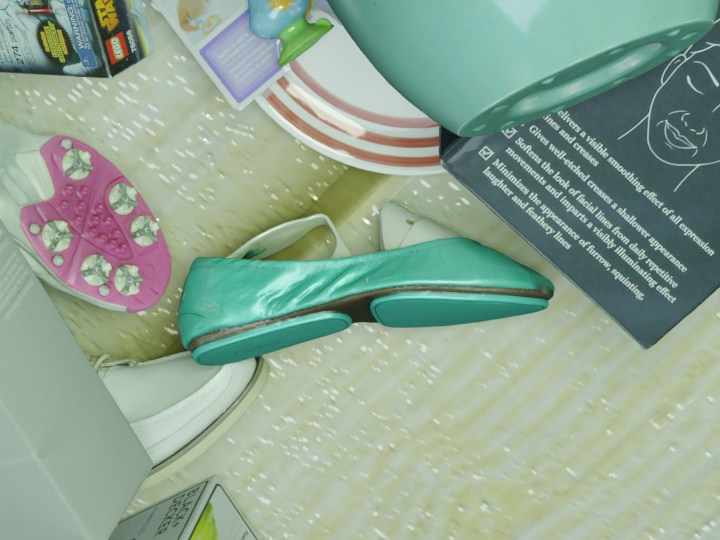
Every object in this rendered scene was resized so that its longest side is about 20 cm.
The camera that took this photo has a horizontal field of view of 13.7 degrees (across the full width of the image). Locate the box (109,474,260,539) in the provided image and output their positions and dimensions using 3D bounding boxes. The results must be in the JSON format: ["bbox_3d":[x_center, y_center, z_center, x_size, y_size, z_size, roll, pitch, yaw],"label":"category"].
[{"bbox_3d":[-0.158,0.200,1.677,0.200,0.117,0.060,-26,105,22],"label":"box"}]

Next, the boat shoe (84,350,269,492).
[{"bbox_3d":[-0.144,0.083,1.641,0.200,0.075,0.068,-28,113,22],"label":"boat shoe"}]

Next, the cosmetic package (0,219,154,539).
[{"bbox_3d":[-0.206,0.059,1.554,0.107,0.090,0.200,-14,120,30],"label":"cosmetic package"}]

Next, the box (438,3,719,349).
[{"bbox_3d":[0.158,-0.090,1.468,0.148,0.107,0.200,42,110,-16],"label":"box"}]

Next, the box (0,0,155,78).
[{"bbox_3d":[-0.188,-0.196,1.505,0.137,0.040,0.200,6,120,41],"label":"box"}]

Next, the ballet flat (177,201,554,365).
[{"bbox_3d":[0.000,0.000,1.576,0.200,0.067,0.071,-9,75,5],"label":"ballet flat"}]

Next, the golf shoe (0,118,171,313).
[{"bbox_3d":[-0.192,-0.041,1.604,0.200,0.075,0.091,36,153,-20],"label":"golf shoe"}]

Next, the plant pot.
[{"bbox_3d":[0.070,-0.156,1.323,0.200,0.201,0.161,-26,83,20],"label":"plant pot"}]

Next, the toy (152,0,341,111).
[{"bbox_3d":[-0.088,-0.187,1.497,0.115,0.047,0.200,-38,93,25],"label":"toy"}]

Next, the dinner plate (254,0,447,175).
[{"bbox_3d":[0.023,-0.144,1.531,0.200,0.024,0.200,4,116,8],"label":"dinner plate"}]
